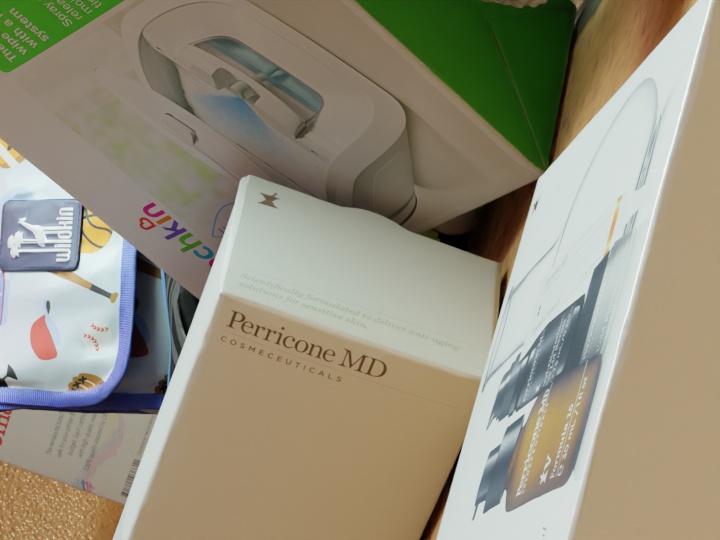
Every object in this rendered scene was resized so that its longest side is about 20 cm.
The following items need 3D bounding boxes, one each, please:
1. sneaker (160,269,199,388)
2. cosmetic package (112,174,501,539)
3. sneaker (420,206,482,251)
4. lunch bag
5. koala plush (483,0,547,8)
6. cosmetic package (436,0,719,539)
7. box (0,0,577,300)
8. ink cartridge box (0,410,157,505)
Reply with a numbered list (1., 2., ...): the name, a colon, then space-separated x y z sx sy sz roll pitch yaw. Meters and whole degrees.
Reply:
1. sneaker: -0.053 0.056 1.097 0.083 0.070 0.201 -123 24 -68
2. cosmetic package: -0.029 0.078 0.922 0.085 0.107 0.201 -80 9 -56
3. sneaker: 0.000 0.000 1.056 0.200 0.071 0.083 125 161 -70
4. lunch bag: -0.098 -0.011 1.197 0.124 0.199 0.171 139 134 -80
5. koala plush: 0.060 -0.205 0.745 0.200 0.176 0.184 115 160 -46
6. cosmetic package: 0.051 0.057 0.518 0.151 0.051 0.201 119 168 -74
7. box: -0.050 -0.097 0.918 0.176 0.200 0.097 -24 38 37
8. ink cartridge box: -0.186 0.095 1.851 0.088 0.199 0.146 -78 9 -51
